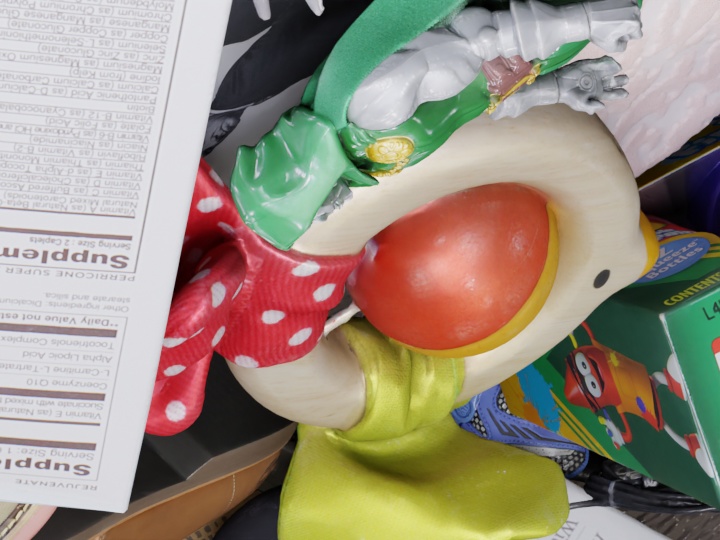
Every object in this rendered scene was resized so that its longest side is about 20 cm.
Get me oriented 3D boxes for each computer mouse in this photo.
[{"bbox_3d":[0.043,0.076,0.983,0.199,0.034,0.059,-12,-165,1],"label":"computer mouse"}]

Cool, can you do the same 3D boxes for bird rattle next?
[{"bbox_3d":[0.000,0.000,0.859,0.163,0.113,0.200,-36,136,8],"label":"bird rattle"}]

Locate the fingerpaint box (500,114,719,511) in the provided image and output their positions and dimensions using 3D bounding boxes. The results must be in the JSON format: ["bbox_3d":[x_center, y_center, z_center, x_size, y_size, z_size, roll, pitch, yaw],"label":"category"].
[{"bbox_3d":[0.155,-0.010,0.989,0.199,0.167,0.074,-25,106,-15],"label":"fingerpaint box"}]

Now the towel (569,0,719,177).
[{"bbox_3d":[0.090,-0.087,0.908,0.191,0.032,0.200,-34,155,-17],"label":"towel"}]

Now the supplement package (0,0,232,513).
[{"bbox_3d":[-0.104,-0.075,0.574,0.150,0.152,0.200,6,141,-8],"label":"supplement package"}]

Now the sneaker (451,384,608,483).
[{"bbox_3d":[0.110,0.048,1.121,0.199,0.079,0.075,-11,145,-37],"label":"sneaker"}]

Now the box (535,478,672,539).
[{"bbox_3d":[0.060,0.209,1.055,0.199,0.130,0.200,-56,164,-23],"label":"box"}]

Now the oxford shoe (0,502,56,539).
[{"bbox_3d":[-0.169,0.066,0.810,0.199,0.071,0.074,-22,152,23],"label":"oxford shoe"}]

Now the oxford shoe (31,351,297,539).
[{"bbox_3d":[-0.105,0.078,0.942,0.199,0.071,0.071,-13,141,-36],"label":"oxford shoe"}]

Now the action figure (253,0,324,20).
[{"bbox_3d":[0.016,-0.136,0.729,0.200,0.069,0.131,-24,136,-37],"label":"action figure"}]

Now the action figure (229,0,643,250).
[{"bbox_3d":[0.050,-0.070,0.768,0.200,0.055,0.118,-34,172,-8],"label":"action figure"}]

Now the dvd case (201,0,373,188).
[{"bbox_3d":[-0.058,-0.055,0.840,0.200,0.025,0.150,-37,152,4],"label":"dvd case"}]

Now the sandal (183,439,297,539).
[{"bbox_3d":[-0.090,0.116,1.002,0.199,0.082,0.055,-28,171,-18],"label":"sandal"}]
